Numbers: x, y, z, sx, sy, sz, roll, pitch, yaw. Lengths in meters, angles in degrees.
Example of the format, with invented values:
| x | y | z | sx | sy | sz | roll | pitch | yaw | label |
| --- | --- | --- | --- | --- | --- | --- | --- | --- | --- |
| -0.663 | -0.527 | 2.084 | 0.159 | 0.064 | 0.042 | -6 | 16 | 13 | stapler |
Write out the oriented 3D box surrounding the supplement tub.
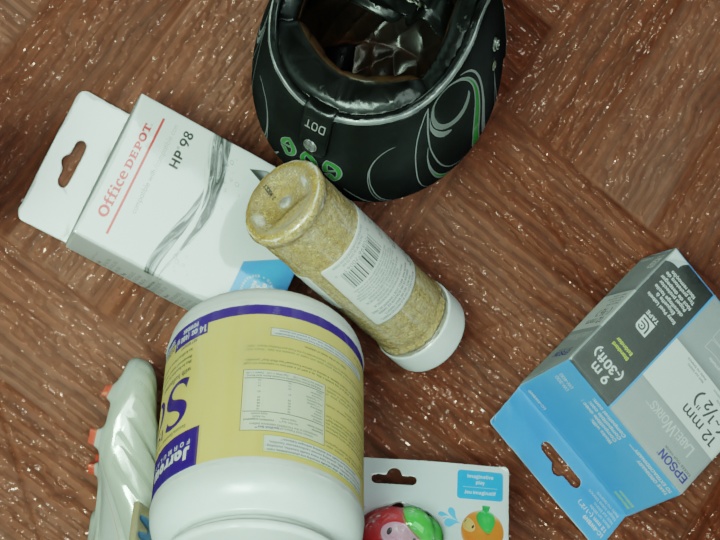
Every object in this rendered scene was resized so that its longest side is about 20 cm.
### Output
| x | y | z | sx | sy | sz | roll | pitch | yaw | label |
| --- | --- | --- | --- | --- | --- | --- | --- | --- | --- |
| -0.068 | 0.130 | 0.973 | 0.144 | 0.146 | 0.202 | 13 | 48 | -15 | supplement tub |

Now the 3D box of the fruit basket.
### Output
| x | y | z | sx | sy | sz | roll | pitch | yaw | label |
| --- | --- | --- | --- | --- | --- | --- | --- | --- | --- |
| 0.018 | 0.229 | 1.022 | 0.182 | 0.094 | 0.203 | 5 | 69 | -2 | fruit basket |

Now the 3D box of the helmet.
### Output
| x | y | z | sx | sy | sz | roll | pitch | yaw | label |
| --- | --- | --- | --- | --- | --- | --- | --- | --- | --- |
| 0.013 | -0.149 | 1.046 | 0.197 | 0.191 | 0.203 | -1 | 77 | 3 | helmet |

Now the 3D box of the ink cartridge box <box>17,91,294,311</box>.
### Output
| x | y | z | sx | sy | sz | roll | pitch | yaw | label |
| --- | --- | --- | --- | --- | --- | --- | --- | --- | --- |
| -0.138 | -0.045 | 1.051 | 0.198 | 0.067 | 0.117 | 28 | 76 | -12 | ink cartridge box |

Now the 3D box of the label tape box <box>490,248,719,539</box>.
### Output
| x | y | z | sx | sy | sz | roll | pitch | yaw | label |
| --- | --- | --- | --- | --- | --- | --- | --- | --- | --- |
| 0.222 | 0.103 | 1.145 | 0.200 | 0.066 | 0.144 | -43 | 96 | -19 | label tape box |

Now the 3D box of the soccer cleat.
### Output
| x | y | z | sx | sy | sz | roll | pitch | yaw | label |
| --- | --- | --- | --- | --- | --- | --- | --- | --- | --- |
| -0.157 | 0.165 | 1.016 | 0.076 | 0.069 | 0.203 | 8 | 88 | 3 | soccer cleat |

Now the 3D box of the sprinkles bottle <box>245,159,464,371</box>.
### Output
| x | y | z | sx | sy | sz | roll | pitch | yaw | label |
| --- | --- | --- | --- | --- | --- | --- | --- | --- | --- |
| 0.000 | 0.000 | 1.039 | 0.200 | 0.068 | 0.069 | 42 | 70 | -42 | sprinkles bottle |

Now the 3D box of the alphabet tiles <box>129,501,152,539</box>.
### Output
| x | y | z | sx | sy | sz | roll | pitch | yaw | label |
| --- | --- | --- | --- | --- | --- | --- | --- | --- | --- |
| -0.109 | 0.278 | 0.951 | 0.167 | 0.007 | 0.202 | 48 | 31 | -42 | alphabet tiles |
